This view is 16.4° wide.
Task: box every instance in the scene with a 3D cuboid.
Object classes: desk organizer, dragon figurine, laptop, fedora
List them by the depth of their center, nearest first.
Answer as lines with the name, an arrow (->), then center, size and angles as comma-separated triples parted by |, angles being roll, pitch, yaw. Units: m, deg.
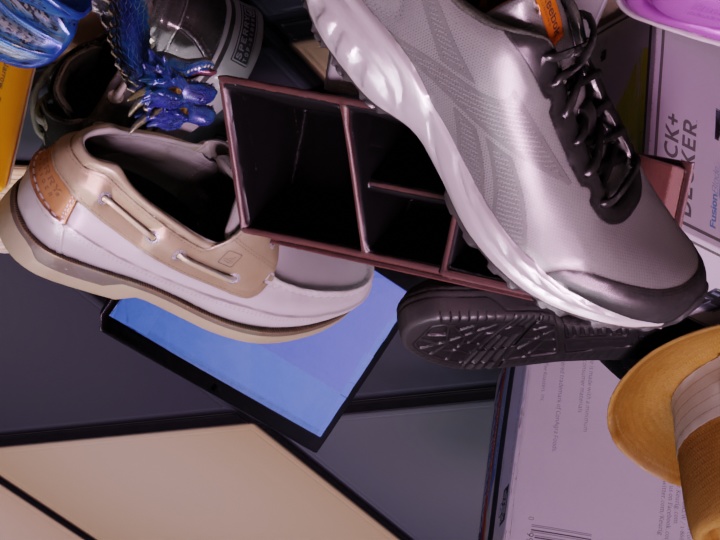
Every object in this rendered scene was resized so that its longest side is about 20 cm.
desk organizer -> 0.032, -0.032, 1.066 | 0.199, 0.072, 0.077 | 12, -179, 30
dragon figurine -> -0.143, -0.128, 1.070 | 0.199, 0.100, 0.059 | 21, 151, -15
fedora -> 0.211, 0.092, 1.163 | 0.199, 0.082, 0.201 | 4, 151, 2
laptop -> 0.000, 0.000, 1.284 | 0.199, 0.104, 0.177 | -15, 146, 39

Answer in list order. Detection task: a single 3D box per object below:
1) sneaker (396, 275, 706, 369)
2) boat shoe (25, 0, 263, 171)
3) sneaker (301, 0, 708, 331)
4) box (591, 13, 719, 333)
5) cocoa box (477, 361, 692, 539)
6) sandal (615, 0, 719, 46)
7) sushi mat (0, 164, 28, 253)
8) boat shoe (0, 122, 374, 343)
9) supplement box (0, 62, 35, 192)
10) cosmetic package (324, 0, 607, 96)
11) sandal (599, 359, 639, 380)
sneaker -> 0.100, -0.013, 1.170 | 0.199, 0.105, 0.060 | 0, 154, -25
boat shoe -> -0.123, -0.082, 1.203 | 0.063, 0.071, 0.200 | 21, 143, -26
sneaker -> 0.064, -0.059, 0.928 | 0.200, 0.074, 0.079 | 49, 131, -10
box -> 0.187, -0.030, 1.153 | 0.199, 0.117, 0.060 | 25, 149, -28
cocoa box -> 0.138, 0.132, 1.396 | 0.133, 0.201, 0.131 | 10, 154, -3
sandal -> 0.204, -0.096, 1.089 | 0.202, 0.050, 0.083 | 12, 154, -7
sushi mat -> -0.169, -0.031, 1.374 | 0.199, 0.012, 0.096 | 3, 154, 12
boat shoe -> -0.067, -0.019, 1.170 | 0.199, 0.075, 0.068 | 10, 138, -38
supplement box -> -0.260, -0.107, 1.141 | 0.199, 0.110, 0.109 | 28, 148, -32
cosmetic package -> 0.052, -0.143, 1.004 | 0.106, 0.091, 0.200 | 12, 151, -6
sandal -> 0.147, 0.047, 1.257 | 0.200, 0.048, 0.075 | 12, 176, 27
